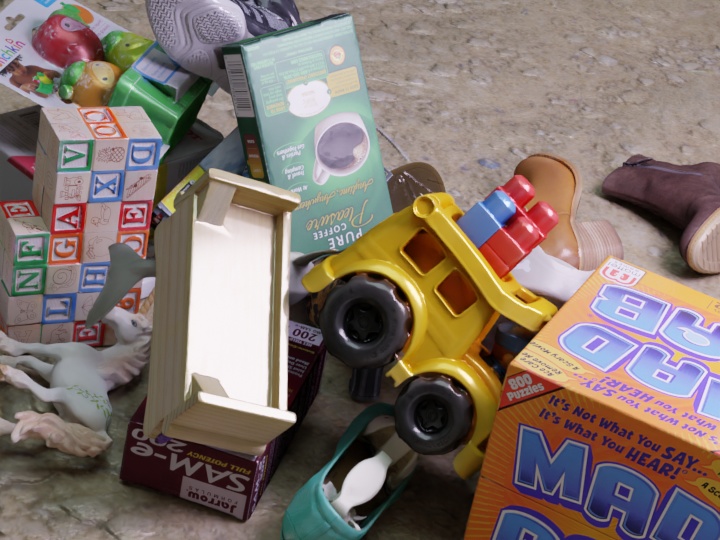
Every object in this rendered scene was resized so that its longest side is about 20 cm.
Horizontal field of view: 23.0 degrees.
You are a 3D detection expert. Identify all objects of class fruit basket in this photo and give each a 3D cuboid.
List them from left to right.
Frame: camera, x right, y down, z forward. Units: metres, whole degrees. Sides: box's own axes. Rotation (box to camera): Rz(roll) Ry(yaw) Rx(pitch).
[{"bbox_3d":[-0.236,-0.185,1.584,0.199,0.094,0.185,35,33,-3],"label":"fruit basket"}]

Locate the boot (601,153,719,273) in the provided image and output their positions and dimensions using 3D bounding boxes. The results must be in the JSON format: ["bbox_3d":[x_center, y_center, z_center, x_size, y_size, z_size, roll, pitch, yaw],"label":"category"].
[{"bbox_3d":[0.327,-0.063,1.855,0.165,0.073,0.200,14,29,29],"label":"boot"}]

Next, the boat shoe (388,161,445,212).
[{"bbox_3d":[-0.007,-0.052,1.705,0.199,0.065,0.074,-13,77,-35],"label":"boat shoe"}]

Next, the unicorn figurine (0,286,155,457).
[{"bbox_3d":[-0.229,0.083,1.411,0.136,0.074,0.201,12,43,-17],"label":"unicorn figurine"}]

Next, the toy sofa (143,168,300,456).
[{"bbox_3d":[-0.102,0.035,1.328,0.082,0.098,0.201,15,59,-27],"label":"toy sofa"}]

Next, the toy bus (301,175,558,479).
[{"bbox_3d":[0.084,0.029,1.351,0.200,0.192,0.136,52,10,5],"label":"toy bus"}]

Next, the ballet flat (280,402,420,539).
[{"bbox_3d":[0.010,0.154,1.352,0.067,0.070,0.200,50,36,-5],"label":"ballet flat"}]

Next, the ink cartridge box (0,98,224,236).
[{"bbox_3d":[-0.244,-0.092,1.630,0.145,0.084,0.199,34,38,32],"label":"ink cartridge box"}]

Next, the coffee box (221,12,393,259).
[{"bbox_3d":[-0.045,-0.113,1.550,0.122,0.201,0.044,-21,15,-32],"label":"coffee box"}]

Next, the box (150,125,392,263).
[{"bbox_3d":[-0.080,-0.066,1.611,0.137,0.038,0.200,43,56,-1],"label":"box"}]

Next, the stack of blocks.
[{"bbox_3d":[-0.237,-0.033,1.460,0.114,0.201,0.059,-4,34,-26],"label":"stack of blocks"}]

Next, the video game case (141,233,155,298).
[{"bbox_3d":[-0.188,-0.048,1.678,0.199,0.023,0.182,-19,42,-41],"label":"video game case"}]

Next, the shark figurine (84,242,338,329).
[{"bbox_3d":[-0.102,0.022,1.420,0.213,0.090,0.128,2,-4,-38],"label":"shark figurine"}]

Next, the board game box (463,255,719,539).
[{"bbox_3d":[0.215,0.146,1.313,0.199,0.201,0.200,23,32,19],"label":"board game box"}]

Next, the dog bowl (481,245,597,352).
[{"bbox_3d":[0.130,0.041,1.478,0.199,0.201,0.059,13,54,3],"label":"dog bowl"}]

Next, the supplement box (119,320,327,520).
[{"bbox_3d":[-0.104,0.106,1.412,0.108,0.061,0.200,16,31,7],"label":"supplement box"}]

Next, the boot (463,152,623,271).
[{"bbox_3d":[0.152,-0.049,1.760,0.154,0.077,0.200,-6,42,-20],"label":"boot"}]

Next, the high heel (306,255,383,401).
[{"bbox_3d":[0.000,0.000,1.540,0.071,0.143,0.200,1,32,-14],"label":"high heel"}]

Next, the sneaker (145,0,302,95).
[{"bbox_3d":[-0.117,-0.224,1.590,0.200,0.075,0.114,35,34,-36],"label":"sneaker"}]
